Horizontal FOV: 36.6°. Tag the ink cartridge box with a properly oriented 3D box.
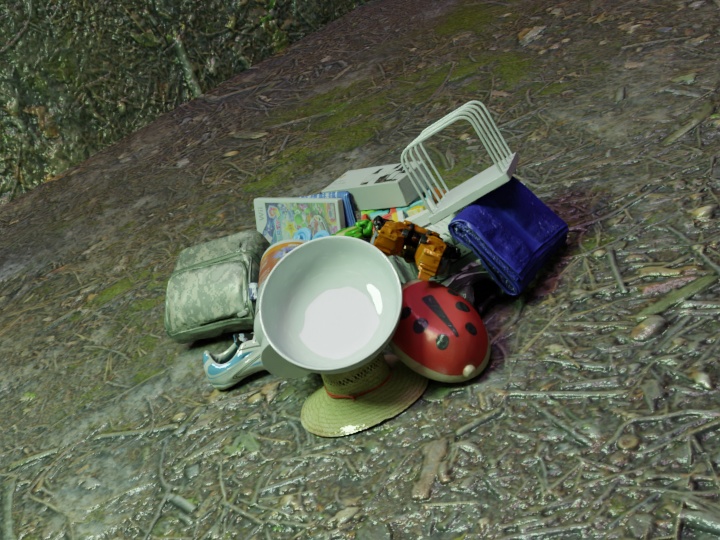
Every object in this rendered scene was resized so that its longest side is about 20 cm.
[{"bbox_3d":[0.147,-0.051,1.797,0.199,0.085,0.145,-28,23,-11],"label":"ink cartridge box"}]

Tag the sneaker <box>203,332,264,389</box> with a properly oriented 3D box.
[{"bbox_3d":[-0.156,0.122,1.731,0.198,0.073,0.072,-24,22,-5],"label":"sneaker"}]

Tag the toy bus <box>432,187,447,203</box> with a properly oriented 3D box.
[{"bbox_3d":[0.073,-0.061,1.894,0.199,0.079,0.065,-34,25,-22],"label":"toy bus"}]

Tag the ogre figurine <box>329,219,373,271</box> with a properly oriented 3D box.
[{"bbox_3d":[0.000,0.000,1.656,0.097,0.121,0.200,-21,11,-2],"label":"ogre figurine"}]

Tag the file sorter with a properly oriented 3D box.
[{"bbox_3d":[0.154,-0.177,1.714,0.138,0.125,0.200,-30,7,18],"label":"file sorter"}]

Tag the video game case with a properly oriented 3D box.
[{"bbox_3d":[-0.106,-0.058,1.955,0.198,0.145,0.018,3,15,38],"label":"video game case"}]

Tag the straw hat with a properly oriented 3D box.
[{"bbox_3d":[-0.008,0.140,1.538,0.199,0.086,0.202,-19,24,9],"label":"straw hat"}]

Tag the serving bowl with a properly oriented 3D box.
[{"bbox_3d":[-0.036,0.055,1.500,0.198,0.066,0.202,-5,63,9],"label":"serving bowl"}]

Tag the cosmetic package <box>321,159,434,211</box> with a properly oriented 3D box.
[{"bbox_3d":[0.027,-0.146,1.906,0.199,0.051,0.082,-3,28,48],"label":"cosmetic package"}]

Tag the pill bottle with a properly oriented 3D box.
[{"bbox_3d":[-0.100,0.057,1.617,0.111,0.113,0.201,-17,41,15],"label":"pill bottle"}]

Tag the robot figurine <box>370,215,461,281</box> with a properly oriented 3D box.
[{"bbox_3d":[0.076,-0.035,1.616,0.144,0.059,0.200,23,9,5],"label":"robot figurine"}]

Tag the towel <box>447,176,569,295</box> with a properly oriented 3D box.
[{"bbox_3d":[0.232,-0.062,1.654,0.050,0.148,0.200,-46,-5,41],"label":"towel"}]

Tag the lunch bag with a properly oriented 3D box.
[{"bbox_3d":[-0.238,0.042,1.906,0.198,0.140,0.169,-13,42,23],"label":"lunch bag"}]

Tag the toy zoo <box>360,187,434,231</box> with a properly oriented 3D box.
[{"bbox_3d":[0.064,-0.093,1.834,0.130,0.021,0.200,-23,20,8],"label":"toy zoo"}]

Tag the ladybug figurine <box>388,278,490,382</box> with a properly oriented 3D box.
[{"bbox_3d":[0.106,0.077,1.526,0.135,0.072,0.200,-23,43,-19],"label":"ladybug figurine"}]

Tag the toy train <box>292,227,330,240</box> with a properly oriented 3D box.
[{"bbox_3d":[-0.058,-0.003,1.834,0.199,0.086,0.115,11,79,46],"label":"toy train"}]

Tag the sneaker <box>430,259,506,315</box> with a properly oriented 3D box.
[{"bbox_3d":[0.136,0.044,1.632,0.198,0.067,0.091,-23,21,-5],"label":"sneaker"}]

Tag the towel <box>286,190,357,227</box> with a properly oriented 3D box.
[{"bbox_3d":[-0.080,-0.063,1.958,0.198,0.146,0.024,-5,14,38],"label":"towel"}]
